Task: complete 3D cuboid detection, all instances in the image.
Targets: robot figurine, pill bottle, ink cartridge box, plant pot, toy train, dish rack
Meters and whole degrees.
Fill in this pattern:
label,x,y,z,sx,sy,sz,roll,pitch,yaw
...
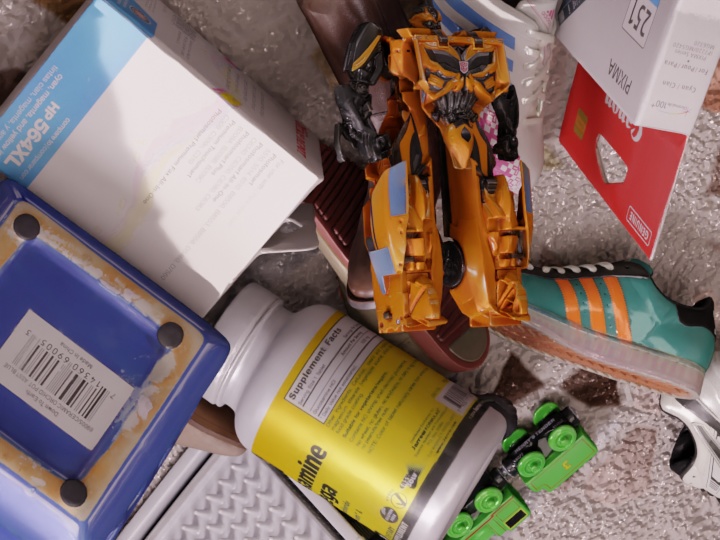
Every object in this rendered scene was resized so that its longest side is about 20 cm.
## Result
label,x,y,z,sx,sy,sz,roll,pitch,yaw
robot figurine,0.053,-0.064,1.364,0.144,0.058,0.202,-3,88,-37
pill bottle,-0.011,0.096,1.480,0.199,0.112,0.113,32,107,8
ink cartridge box,-0.118,-0.071,1.372,0.200,0.129,0.125,40,101,-11
ink cartridge box,0.162,-0.129,1.403,0.044,0.200,0.178,9,113,-18
plant pot,-0.204,0.079,1.327,0.199,0.180,0.201,37,63,-6
toy train,0.090,0.175,1.625,0.200,0.042,0.056,-41,129,7
dish rack,-0.072,0.218,1.535,0.172,0.200,0.043,-51,153,12

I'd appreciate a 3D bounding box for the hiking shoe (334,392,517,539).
label,x,y,z,sx,sy,sz,roll,pitch,yaw
hiking shoe,0.036,0.167,1.562,0.199,0.101,0.076,-33,153,9

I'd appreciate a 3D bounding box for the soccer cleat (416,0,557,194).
label,x,y,z,sx,sy,sz,roll,pitch,yaw
soccer cleat,0.098,-0.139,1.445,0.086,0.070,0.201,-11,121,23

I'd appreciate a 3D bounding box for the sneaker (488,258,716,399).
label,x,y,z,sx,sy,sz,roll,pitch,yaw
sneaker,0.159,0.023,1.559,0.198,0.071,0.081,21,77,-12

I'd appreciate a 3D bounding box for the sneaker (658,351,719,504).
label,x,y,z,sx,sy,sz,roll,pitch,yaw
sneaker,0.278,0.145,1.652,0.087,0.076,0.201,-17,116,12

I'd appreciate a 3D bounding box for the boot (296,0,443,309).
label,x,y,z,sx,sy,sz,roll,pitch,yaw
boot,-0.001,-0.102,1.399,0.064,0.187,0.201,-8,125,22

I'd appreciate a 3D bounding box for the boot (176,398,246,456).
label,x,y,z,sx,sy,sz,roll,pitch,yaw
boot,-0.192,0.108,1.503,0.200,0.070,0.146,39,105,-21

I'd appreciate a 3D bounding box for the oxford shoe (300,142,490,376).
label,x,y,z,sx,sy,sz,roll,pitch,yaw
oxford shoe,0.000,0.000,1.500,0.075,0.071,0.200,-25,108,46
